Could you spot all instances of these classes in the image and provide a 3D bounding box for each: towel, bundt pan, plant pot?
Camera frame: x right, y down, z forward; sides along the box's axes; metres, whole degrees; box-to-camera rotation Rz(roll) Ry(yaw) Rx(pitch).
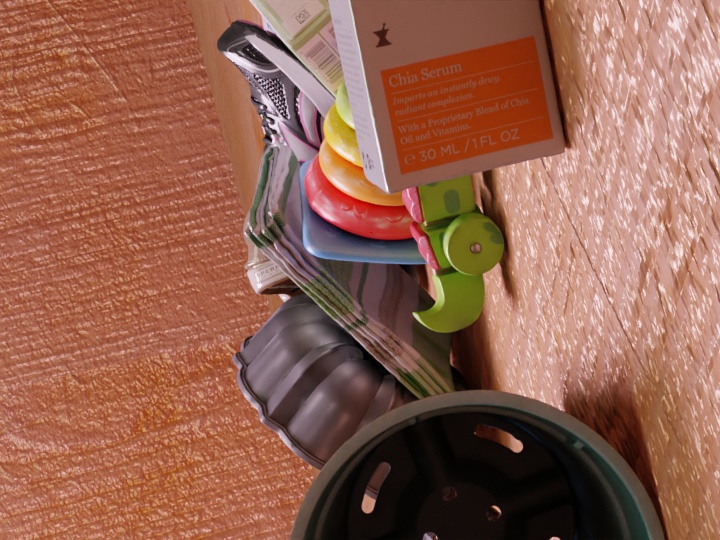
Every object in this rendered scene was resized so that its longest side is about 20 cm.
[{"bbox_3d":[0.000,0.000,1.359,0.200,0.031,0.150,43,-158,-17],"label":"towel"},{"bbox_3d":[0.007,0.086,1.402,0.076,0.201,0.202,-56,27,19],"label":"bundt pan"},{"bbox_3d":[0.060,0.158,1.037,0.196,0.198,0.202,-83,-20,-88],"label":"plant pot"}]

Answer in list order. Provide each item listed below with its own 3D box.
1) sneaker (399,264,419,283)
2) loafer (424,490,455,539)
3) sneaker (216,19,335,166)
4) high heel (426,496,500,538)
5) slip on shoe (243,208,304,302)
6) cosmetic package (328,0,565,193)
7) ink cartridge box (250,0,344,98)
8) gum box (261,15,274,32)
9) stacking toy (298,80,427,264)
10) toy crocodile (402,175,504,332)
[{"bbox_3d":[0.009,-0.064,1.539,0.095,0.079,0.202,11,121,68],"label":"sneaker"},{"bbox_3d":[0.065,0.174,1.511,0.201,0.072,0.072,67,164,1],"label":"loafer"},{"bbox_3d":[-0.045,-0.101,1.426,0.200,0.086,0.080,46,-176,-19],"label":"sneaker"},{"bbox_3d":[0.115,0.253,1.350,0.201,0.071,0.142,60,-169,22],"label":"high heel"},{"bbox_3d":[-0.048,-0.013,1.447,0.061,0.076,0.200,68,-166,9],"label":"slip on shoe"},{"bbox_3d":[0.035,-0.151,0.961,0.071,0.101,0.202,-137,34,-77],"label":"cosmetic package"},{"bbox_3d":[-0.045,-0.189,1.351,0.145,0.048,0.200,42,-171,-49],"label":"ink cartridge box"},{"bbox_3d":[-0.043,-0.210,1.635,0.200,0.066,0.114,-114,13,-58],"label":"gum box"},{"bbox_3d":[0.020,-0.110,1.242,0.116,0.109,0.201,-97,10,-53],"label":"stacking toy"},{"bbox_3d":[0.049,-0.059,1.181,0.068,0.061,0.202,-123,21,-70],"label":"toy crocodile"}]
